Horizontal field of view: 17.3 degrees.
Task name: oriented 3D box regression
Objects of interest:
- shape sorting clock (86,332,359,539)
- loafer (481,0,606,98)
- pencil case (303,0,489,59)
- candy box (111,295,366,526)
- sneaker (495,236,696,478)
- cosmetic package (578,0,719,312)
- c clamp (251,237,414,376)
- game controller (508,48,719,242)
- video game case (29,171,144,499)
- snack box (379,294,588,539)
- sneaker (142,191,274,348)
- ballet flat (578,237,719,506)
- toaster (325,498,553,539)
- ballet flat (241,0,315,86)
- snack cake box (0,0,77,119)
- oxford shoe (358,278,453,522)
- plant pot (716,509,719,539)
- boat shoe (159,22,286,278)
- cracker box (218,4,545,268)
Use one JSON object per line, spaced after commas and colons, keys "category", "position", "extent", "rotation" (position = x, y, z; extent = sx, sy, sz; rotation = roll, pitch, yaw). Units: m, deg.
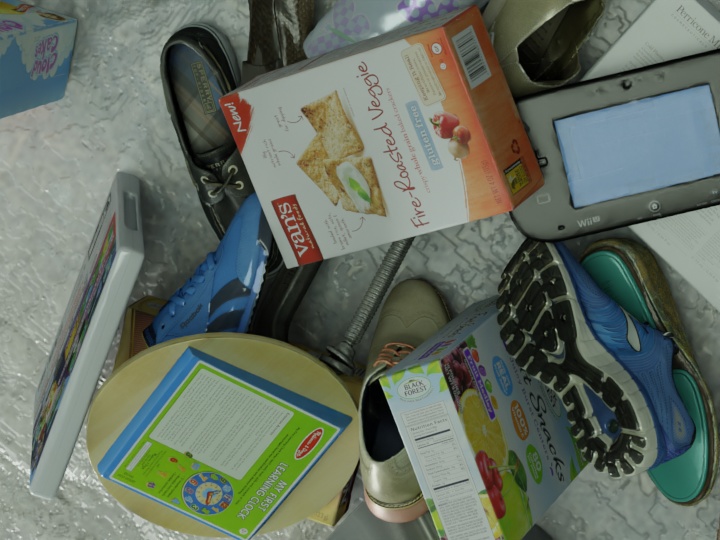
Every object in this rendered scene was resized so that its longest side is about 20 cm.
{"category": "shape sorting clock", "position": [-0.098, 0.119, 1.700], "extent": [0.199, 0.039, 0.201], "rotation": [1, 128, 1]}
{"category": "loafer", "position": [0.110, -0.142, 1.663], "extent": [0.068, 0.075, 0.201], "rotation": [54, 132, 40]}
{"category": "pencil case", "position": [0.049, -0.200, 1.683], "extent": [0.091, 0.083, 0.200], "rotation": [46, 108, 16]}
{"category": "candy box", "position": [-0.093, 0.105, 1.798], "extent": [0.199, 0.056, 0.117], "rotation": [18, 103, 9]}
{"category": "sneaker", "position": [0.167, 0.057, 1.650], "extent": [0.079, 0.089, 0.201], "rotation": [-50, 56, 37]}
{"category": "cosmetic package", "position": [0.246, -0.086, 1.673], "extent": [0.200, 0.052, 0.151], "rotation": [44, 109, 3]}
{"category": "c clamp", "position": [0.000, 0.000, 1.707], "extent": [0.171, 0.027, 0.201], "rotation": [32, 90, 47]}
{"category": "game controller", "position": [0.193, -0.086, 1.626], "extent": [0.199, 0.042, 0.105], "rotation": [-13, 90, 8]}
{"category": "video game case", "position": [-0.203, 0.045, 1.752], "extent": [0.023, 0.182, 0.201], "rotation": [19, 106, -13]}
{"category": "snack box", "position": [0.092, 0.107, 1.673], "extent": [0.053, 0.200, 0.143], "rotation": [-17, 97, 24]}
{"category": "sneaker", "position": [-0.115, 0.030, 1.725], "extent": [0.078, 0.066, 0.201], "rotation": [19, 105, 0]}
{"category": "ballet flat", "position": [0.216, 0.068, 1.702], "extent": [0.070, 0.071, 0.201], "rotation": [-23, 88, 18]}
{"category": "toaster", "position": [0.046, 0.262, 1.728], "extent": [0.200, 0.119, 0.181], "rotation": [26, 113, -38]}
{"category": "ballet flat", "position": [-0.054, -0.204, 1.735], "extent": [0.067, 0.046, 0.201], "rotation": [9, 99, 45]}
{"category": "snack cake box", "position": [-0.297, -0.159, 1.721], "extent": [0.114, 0.200, 0.068], "rotation": [16, 104, 11]}
{"category": "oxford shoe", "position": [0.035, 0.078, 1.696], "extent": [0.070, 0.201, 0.074], "rotation": [-5, 141, 10]}
{"category": "plant pot", "position": [0.359, 0.170, 1.633], "extent": [0.197, 0.200, 0.201], "rotation": [7, 103, 22]}
{"category": "boat shoe", "position": [-0.104, -0.085, 1.761], "extent": [0.068, 0.057, 0.201], "rotation": [-18, 96, 17]}
{"category": "cracker box", "position": [0.013, -0.090, 1.636], "extent": [0.199, 0.058, 0.134], "rotation": [-15, 104, 36]}
